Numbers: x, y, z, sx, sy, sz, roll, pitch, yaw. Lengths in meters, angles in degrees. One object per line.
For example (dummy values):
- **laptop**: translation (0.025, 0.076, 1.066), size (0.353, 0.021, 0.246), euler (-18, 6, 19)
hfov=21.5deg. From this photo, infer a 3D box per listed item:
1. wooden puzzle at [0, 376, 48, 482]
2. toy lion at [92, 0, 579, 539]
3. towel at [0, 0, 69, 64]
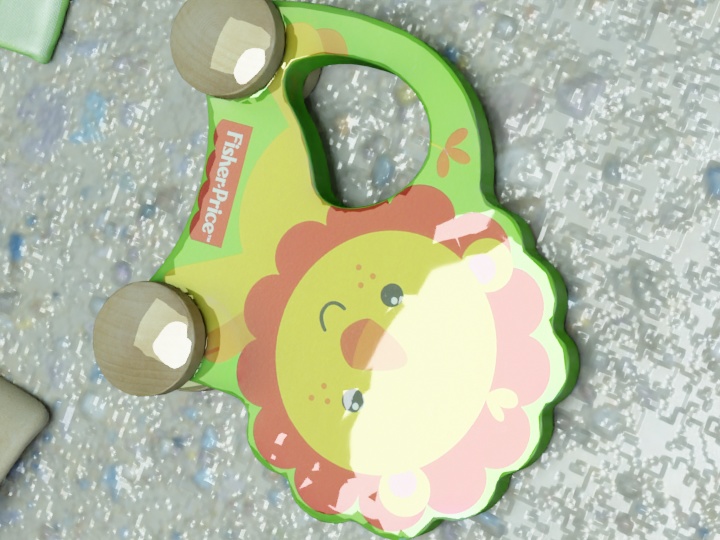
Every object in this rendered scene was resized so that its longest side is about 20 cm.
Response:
- **wooden puzzle**: translation (-0.265, 0.093, 0.833), size (0.184, 0.046, 0.201), euler (27, 68, 23)
- **toy lion**: translation (0.000, 0.000, 0.771), size (0.190, 0.069, 0.202), euler (15, 92, 16)
- **towel**: translation (-0.177, -0.210, 0.873), size (0.148, 0.031, 0.202), euler (18, 94, 24)
